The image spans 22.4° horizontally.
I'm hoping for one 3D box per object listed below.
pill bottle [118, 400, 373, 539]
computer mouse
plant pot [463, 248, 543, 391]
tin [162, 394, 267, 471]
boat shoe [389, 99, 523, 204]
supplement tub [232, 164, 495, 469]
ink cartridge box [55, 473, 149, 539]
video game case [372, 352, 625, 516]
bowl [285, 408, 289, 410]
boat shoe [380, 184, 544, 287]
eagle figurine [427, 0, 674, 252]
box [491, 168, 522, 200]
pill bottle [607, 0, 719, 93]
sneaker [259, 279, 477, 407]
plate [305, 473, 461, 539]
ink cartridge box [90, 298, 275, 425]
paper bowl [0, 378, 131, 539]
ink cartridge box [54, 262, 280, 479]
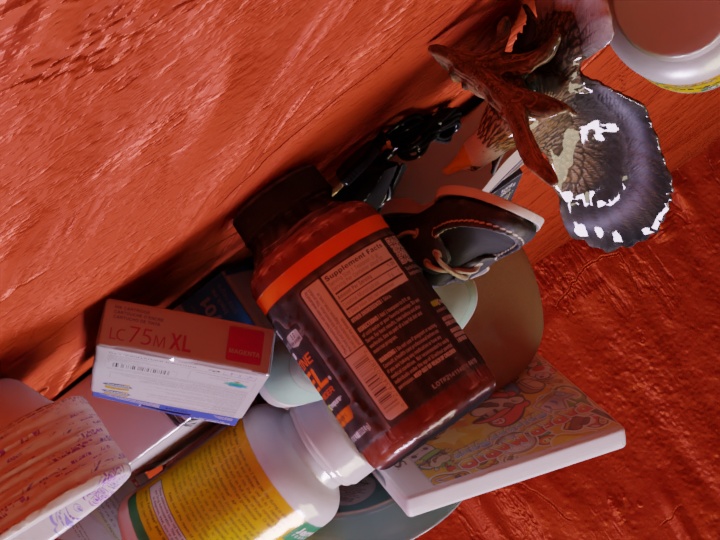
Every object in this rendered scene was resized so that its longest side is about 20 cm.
[{"bbox_3d":[-0.089,0.181,1.487,0.200,0.113,0.113,-36,174,10],"label":"pill bottle"},{"bbox_3d":[-0.006,-0.048,1.368,0.200,0.046,0.140,-37,175,17],"label":"computer mouse"},{"bbox_3d":[0.061,0.001,1.592,0.200,0.200,0.135,-32,140,-26],"label":"plant pot"},{"bbox_3d":[-0.134,0.144,1.641,0.112,0.042,0.201,-44,-145,25],"label":"tin"},{"bbox_3d":[0.091,-0.085,1.471,0.200,0.075,0.093,-36,166,1],"label":"boat shoe"},{"bbox_3d":[-0.003,0.028,1.240,0.107,0.200,0.107,-34,172,-6],"label":"supplement tub"},{"bbox_3d":[-0.258,0.215,1.538,0.085,0.148,0.200,-36,173,22],"label":"ink cartridge box"},{"bbox_3d":[0.096,0.132,1.551,0.199,0.023,0.182,-15,-155,-17],"label":"video game case"},{"bbox_3d":[0.007,0.069,1.726,0.199,0.075,0.200,-31,-172,-23],"label":"bowl"},{"bbox_3d":[0.059,-0.018,1.269,0.200,0.074,0.061,-2,-118,63],"label":"boat shoe"},{"bbox_3d":[0.120,-0.103,1.208,0.150,0.153,0.200,-4,169,28],"label":"eagle figurine"},{"bbox_3d":[0.080,-0.052,1.819,0.160,0.044,0.200,-35,174,-3],"label":"box"},{"bbox_3d":[0.230,-0.186,1.296,0.113,0.113,0.200,-36,174,12],"label":"pill bottle"},{"bbox_3d":[0.029,0.047,1.362,0.200,0.074,0.118,-26,-175,-28],"label":"sneaker"},{"bbox_3d":[0.004,0.176,1.571,0.199,0.026,0.200,-14,-152,8],"label":"plate"},{"bbox_3d":[-0.132,0.069,1.311,0.119,0.042,0.200,11,162,-7],"label":"ink cartridge box"},{"bbox_3d":[-0.262,0.149,1.217,0.200,0.105,0.201,-35,175,-4],"label":"paper bowl"},{"bbox_3d":[-0.134,0.082,1.481,0.200,0.086,0.146,-36,174,19],"label":"ink cartridge box"}]
